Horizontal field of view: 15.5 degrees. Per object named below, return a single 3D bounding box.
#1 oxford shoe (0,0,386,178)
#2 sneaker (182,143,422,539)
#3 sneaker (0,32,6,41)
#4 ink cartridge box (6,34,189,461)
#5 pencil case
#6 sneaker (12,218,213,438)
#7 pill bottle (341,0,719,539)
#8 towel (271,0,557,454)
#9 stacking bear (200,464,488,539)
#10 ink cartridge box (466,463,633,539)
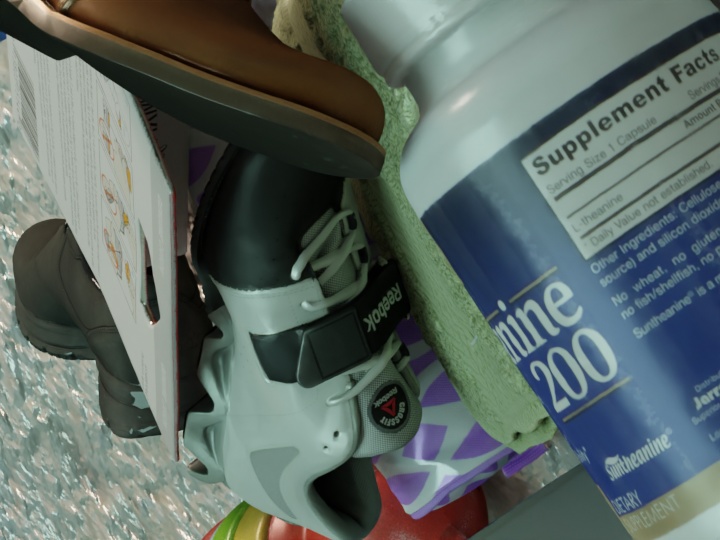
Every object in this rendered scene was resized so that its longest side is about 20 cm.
[{"bbox_3d":[-0.063,-0.089,0.820,0.199,0.072,0.071,30,176,31],"label":"oxford shoe"},{"bbox_3d":[-0.011,0.019,0.951,0.088,0.074,0.201,31,142,24],"label":"sneaker"},{"bbox_3d":[-0.147,-0.151,1.125,0.111,0.076,0.201,47,145,31],"label":"sneaker"},{"bbox_3d":[-0.083,-0.052,0.966,0.200,0.044,0.177,97,149,-60],"label":"ink cartridge box"},{"bbox_3d":[0.000,0.000,1.042,0.201,0.084,0.085,58,-171,5],"label":"pencil case"},{"bbox_3d":[-0.111,0.002,1.206,0.200,0.075,0.091,33,136,58],"label":"sneaker"},{"bbox_3d":[0.081,-0.019,0.799,0.201,0.111,0.111,56,150,4],"label":"pill bottle"},{"bbox_3d":[0.024,-0.032,0.930,0.201,0.036,0.148,64,168,11],"label":"towel"},{"bbox_3d":[-0.008,0.131,1.152,0.122,0.113,0.200,53,146,9],"label":"stacking bear"},{"bbox_3d":[0.084,0.200,1.030,0.147,0.144,0.201,45,148,23],"label":"ink cartridge box"}]
